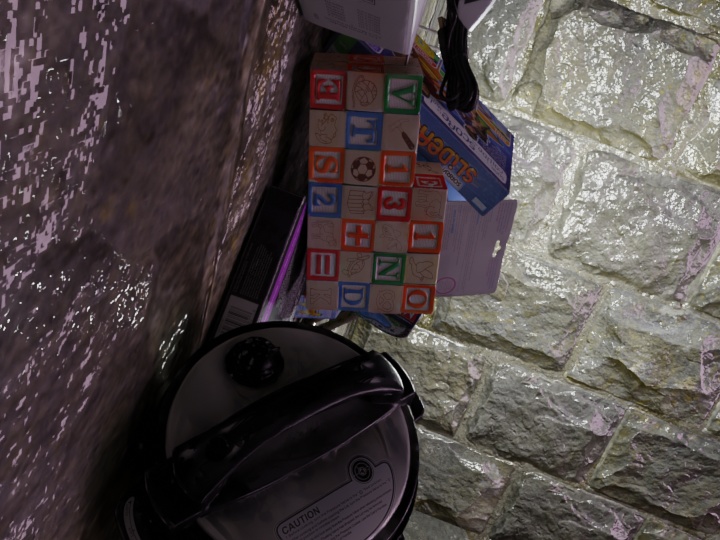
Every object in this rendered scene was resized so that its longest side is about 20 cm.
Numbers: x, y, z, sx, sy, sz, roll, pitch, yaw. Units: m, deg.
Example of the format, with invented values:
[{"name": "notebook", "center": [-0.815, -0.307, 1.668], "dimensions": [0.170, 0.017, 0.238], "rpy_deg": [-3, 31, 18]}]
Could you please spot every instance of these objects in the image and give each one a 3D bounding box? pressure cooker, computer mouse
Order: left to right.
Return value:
[{"name": "pressure cooker", "center": [-0.055, 0.135, 0.434], "dimensions": [0.202, 0.175, 0.178], "rpy_deg": [110, -3, -45]}, {"name": "computer mouse", "center": [0.096, -0.227, 0.518], "dimensions": [0.201, 0.043, 0.112], "rpy_deg": [100, -7, -64]}]

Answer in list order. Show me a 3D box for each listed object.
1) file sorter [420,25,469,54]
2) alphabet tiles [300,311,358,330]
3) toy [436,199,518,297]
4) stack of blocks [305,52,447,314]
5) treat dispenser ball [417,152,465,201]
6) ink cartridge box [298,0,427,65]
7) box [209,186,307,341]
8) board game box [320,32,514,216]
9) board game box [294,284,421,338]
[{"name": "file sorter", "center": [0.094, -0.286, 1.101], "dimensions": [0.200, 0.122, 0.142], "rpy_deg": [93, 16, -78]}, {"name": "alphabet tiles", "center": [-0.021, 0.045, 1.025], "dimensions": [0.164, 0.008, 0.201], "rpy_deg": [-26, -166, 17]}, {"name": "toy", "center": [0.046, -0.029, 0.664], "dimensions": [0.048, 0.194, 0.117], "rpy_deg": [-107, -164, -48]}, {"name": "stack of blocks", "center": [0.013, -0.068, 0.558], "dimensions": [0.059, 0.112, 0.205], "rpy_deg": [-90, -177, -62]}, {"name": "treat dispenser ball", "center": [0.055, -0.100, 0.770], "dimensions": [0.201, 0.196, 0.206], "rpy_deg": [19, 90, -87]}, {"name": "ink cartridge box", "center": [0.027, -0.253, 0.416], "dimensions": [0.176, 0.082, 0.205], "rpy_deg": [-53, 162, -87]}, {"name": "box", "center": [-0.083, 0.030, 0.600], "dimensions": [0.200, 0.035, 0.146], "rpy_deg": [94, 14, -74]}, {"name": "board game box", "center": [0.062, -0.158, 0.619], "dimensions": [0.034, 0.199, 0.136], "rpy_deg": [-40, -166, 32]}, {"name": "board game box", "center": [0.000, 0.000, 0.857], "dimensions": [0.201, 0.197, 0.062], "rpy_deg": [-52, 168, -29]}]
